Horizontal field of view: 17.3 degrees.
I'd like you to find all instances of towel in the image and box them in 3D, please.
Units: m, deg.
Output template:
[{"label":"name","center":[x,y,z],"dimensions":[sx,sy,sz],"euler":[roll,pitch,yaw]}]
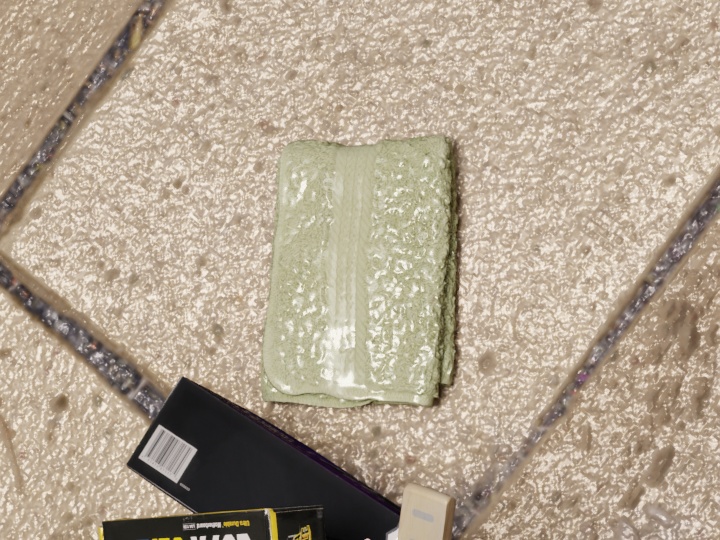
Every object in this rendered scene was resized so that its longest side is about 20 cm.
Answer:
[{"label":"towel","center":[0.000,0.000,1.695],"dimensions":[0.147,0.036,0.202],"euler":[-1,75,21]}]

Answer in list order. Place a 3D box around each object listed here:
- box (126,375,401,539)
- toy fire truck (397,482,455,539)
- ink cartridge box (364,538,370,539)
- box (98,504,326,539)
[{"label":"box","center":[-0.039,0.164,1.606],"dimensions":[0.199,0.141,0.079],"euler":[31,85,26]},{"label":"toy fire truck","center":[0.089,0.240,1.491],"dimensions":[0.175,0.200,0.129],"euler":[-2,53,25]},{"label":"ink cartridge box","center":[0.010,0.271,1.481],"dimensions":[0.161,0.050,0.200],"euler":[54,131,12]},{"label":"box","center":[-0.091,0.233,1.500],"dimensions":[0.199,0.049,0.161],"euler":[-10,81,52]}]
